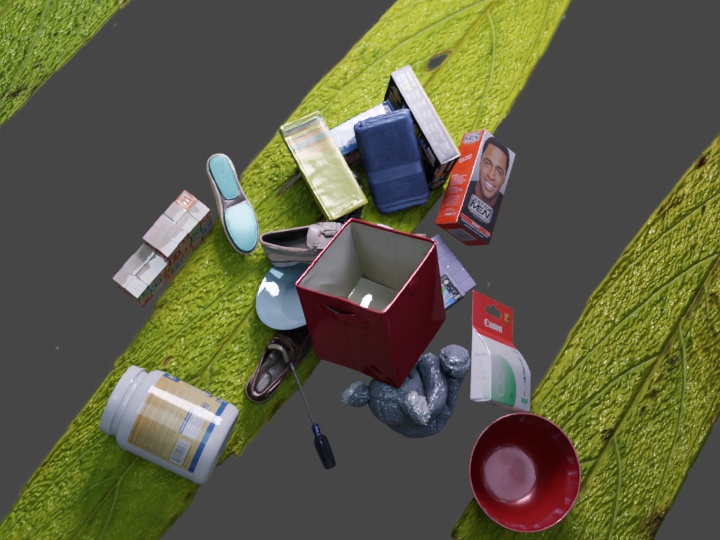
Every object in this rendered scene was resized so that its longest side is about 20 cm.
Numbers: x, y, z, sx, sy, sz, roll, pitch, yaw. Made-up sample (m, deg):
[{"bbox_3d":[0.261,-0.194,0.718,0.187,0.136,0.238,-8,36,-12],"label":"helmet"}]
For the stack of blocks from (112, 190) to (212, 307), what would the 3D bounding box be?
[{"bbox_3d":[-0.355,-0.037,1.565,0.058,0.115,0.200,38,74,4],"label":"stack of blocks"}]

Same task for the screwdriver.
[{"bbox_3d":[-0.087,0.258,1.550,0.028,0.029,0.201,-21,86,24],"label":"screwdriver"}]

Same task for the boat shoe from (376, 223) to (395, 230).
[{"bbox_3d":[0.000,0.000,1.602,0.069,0.071,0.200,30,72,24],"label":"boat shoe"}]

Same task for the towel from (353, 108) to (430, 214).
[{"bbox_3d":[0.060,-0.203,1.629,0.111,0.201,0.049,-13,38,7],"label":"towel"}]

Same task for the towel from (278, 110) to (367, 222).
[{"bbox_3d":[-0.069,-0.192,1.590,0.086,0.018,0.201,-27,82,-9],"label":"towel"}]

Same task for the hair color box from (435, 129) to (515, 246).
[{"bbox_3d":[0.224,-0.159,1.677,0.101,0.061,0.201,30,69,-35],"label":"hair color box"}]

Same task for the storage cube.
[{"bbox_3d":[0.024,0.051,1.426,0.170,0.180,0.200,16,49,28],"label":"storage cube"}]

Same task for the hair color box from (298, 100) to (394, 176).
[{"bbox_3d":[-0.022,-0.241,1.669,0.199,0.100,0.061,-29,81,-13],"label":"hair color box"}]

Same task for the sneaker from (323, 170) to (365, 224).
[{"bbox_3d":[-0.034,-0.099,1.632,0.070,0.098,0.201,11,75,-6],"label":"sneaker"}]

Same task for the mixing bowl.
[{"bbox_3d":[0.278,0.360,1.541,0.199,0.108,0.201,2,74,-6],"label":"mixing bowl"}]

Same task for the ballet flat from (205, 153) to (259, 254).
[{"bbox_3d":[-0.241,-0.120,1.629,0.069,0.069,0.201,-16,83,-11],"label":"ballet flat"}]

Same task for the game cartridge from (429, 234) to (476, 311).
[{"bbox_3d":[0.108,0.037,1.647,0.200,0.038,0.130,-35,78,-14],"label":"game cartridge"}]

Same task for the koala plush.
[{"bbox_3d":[0.074,0.213,1.490,0.177,0.200,0.185,12,96,22],"label":"koala plush"}]

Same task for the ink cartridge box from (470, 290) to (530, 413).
[{"bbox_3d":[0.257,0.149,1.576,0.050,0.161,0.201,-5,72,36],"label":"ink cartridge box"}]

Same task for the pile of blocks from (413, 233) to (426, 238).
[{"bbox_3d":[0.085,0.017,1.581,0.082,0.062,0.201,36,67,-41],"label":"pile of blocks"}]

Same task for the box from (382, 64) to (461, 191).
[{"bbox_3d":[0.111,-0.266,1.662,0.049,0.160,0.201,-25,79,-14],"label":"box"}]

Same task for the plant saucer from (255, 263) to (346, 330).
[{"bbox_3d":[-0.097,0.033,1.577,0.200,0.039,0.202,-19,44,20],"label":"plant saucer"}]

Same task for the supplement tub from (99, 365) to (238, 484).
[{"bbox_3d":[-0.323,0.258,1.474,0.199,0.145,0.145,25,73,0],"label":"supplement tub"}]

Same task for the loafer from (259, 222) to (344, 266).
[{"bbox_3d":[-0.095,-0.052,1.575,0.199,0.063,0.072,-10,48,29],"label":"loafer"}]

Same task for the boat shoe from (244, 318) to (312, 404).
[{"bbox_3d":[-0.139,0.149,1.564,0.072,0.072,0.200,36,74,3],"label":"boat shoe"}]
